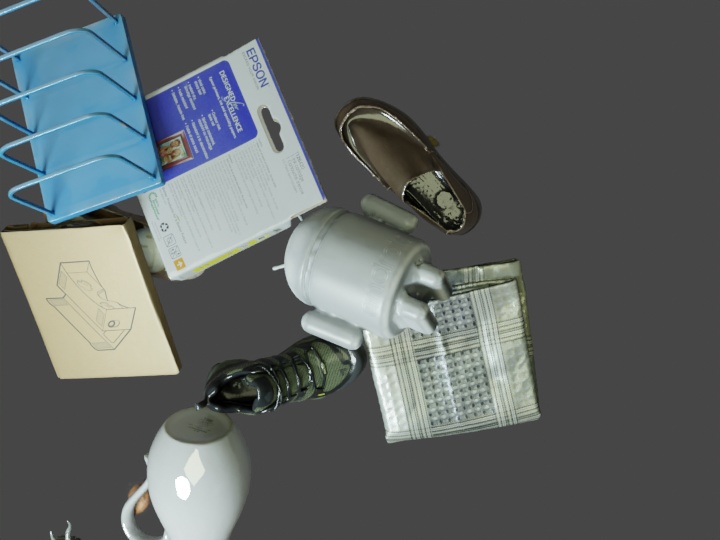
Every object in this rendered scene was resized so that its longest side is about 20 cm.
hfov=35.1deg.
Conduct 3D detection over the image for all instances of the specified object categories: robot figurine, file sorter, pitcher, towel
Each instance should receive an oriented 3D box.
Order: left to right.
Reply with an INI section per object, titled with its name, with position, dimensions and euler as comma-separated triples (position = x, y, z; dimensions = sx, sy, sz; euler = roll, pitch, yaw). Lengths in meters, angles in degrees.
[file sorter]
position = -0.313, -0.174, 1.205
dimensions = 0.137, 0.123, 0.202
euler = -18, 79, 10
[pitcher]
position = -0.212, 0.262, 1.348
dimensions = 0.170, 0.121, 0.202
euler = 12, 117, 18
[robot figurine]
position = 0.000, 0.000, 1.242
dimensions = 0.198, 0.113, 0.171
euler = 22, 74, 21
[towel]
position = 0.104, 0.093, 1.309
dimensions = 0.190, 0.035, 0.203
euler = -9, 102, 8

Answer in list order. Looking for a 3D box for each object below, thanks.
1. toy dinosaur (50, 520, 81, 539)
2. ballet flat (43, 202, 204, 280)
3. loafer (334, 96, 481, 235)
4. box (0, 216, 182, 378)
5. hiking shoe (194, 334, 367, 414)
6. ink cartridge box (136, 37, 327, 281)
[toy dinosaur]
position = -0.389, 0.400, 1.423
dimensions = 0.200, 0.077, 0.103
euler = -41, 85, 18
[ballet flat]
position = -0.272, -0.035, 1.297
dimensions = 0.198, 0.067, 0.069
euler = 21, 104, 0
[loafer]
position = 0.055, -0.114, 1.244
dimensions = 0.199, 0.071, 0.073
euler = 39, 104, -4
[box]
position = -0.304, 0.035, 1.297
dimensions = 0.161, 0.021, 0.202
euler = -3, 120, 19
[hiking shoe]
position = -0.088, 0.131, 1.302
dimensions = 0.198, 0.101, 0.077
euler = -16, 103, 10
[ink cartridge box]
position = -0.156, -0.120, 1.253
dimensions = 0.198, 0.047, 0.200
euler = -24, 83, 8
